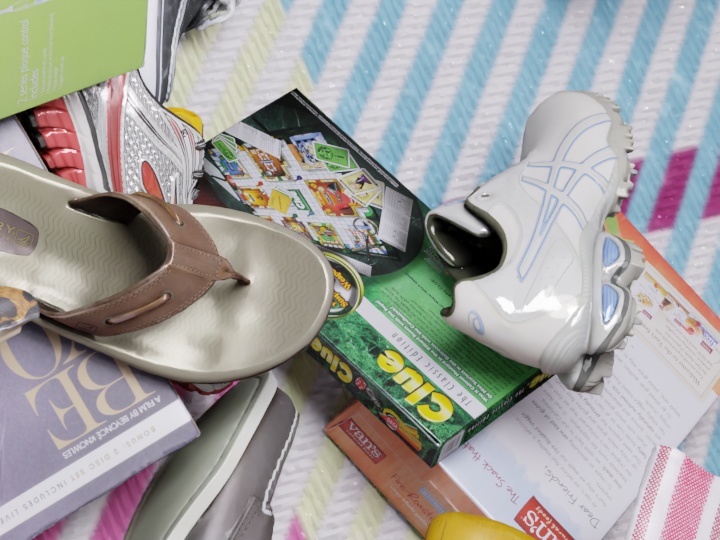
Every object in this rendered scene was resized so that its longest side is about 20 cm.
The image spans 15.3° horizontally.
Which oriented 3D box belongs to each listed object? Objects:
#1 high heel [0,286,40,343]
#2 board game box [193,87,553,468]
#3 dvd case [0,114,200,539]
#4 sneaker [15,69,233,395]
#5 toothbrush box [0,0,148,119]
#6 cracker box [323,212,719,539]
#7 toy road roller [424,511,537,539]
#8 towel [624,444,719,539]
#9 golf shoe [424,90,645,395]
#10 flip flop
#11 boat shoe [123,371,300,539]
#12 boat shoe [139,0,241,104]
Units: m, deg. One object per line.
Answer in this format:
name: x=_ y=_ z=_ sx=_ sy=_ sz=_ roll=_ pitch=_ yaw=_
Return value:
high heel: x=-0.243 y=-0.014 z=1.119 sx=0.199 sy=0.071 sz=0.143 roll=-12 pitch=92 yaw=-4
board game box: x=0.000 y=0.000 z=1.300 sx=0.200 sy=0.023 sz=0.105 roll=43 pitch=51 yaw=19
dvd case: x=-0.183 y=0.025 z=1.174 sx=0.148 sy=0.016 sz=0.200 roll=-31 pitch=94 yaw=-12
sneaker: x=-0.098 y=-0.033 z=1.232 sx=0.082 sy=0.078 sz=0.201 roll=-27 pitch=108 yaw=-17
toothbrush box: x=-0.209 y=-0.130 z=1.141 sx=0.200 sy=0.086 sz=0.146 roll=-23 pitch=56 yaw=-26
cracker box: x=0.092 y=0.061 z=1.354 sx=0.134 sy=0.058 sz=0.200 roll=47 pitch=52 yaw=-2
toy road roller: x=0.080 y=0.186 z=1.205 sx=0.199 sy=0.146 sz=0.123 roll=11 pitch=59 yaw=7
towel: x=0.187 y=0.188 z=1.213 sx=0.200 sy=0.030 sz=0.147 roll=34 pitch=54 yaw=-19
golf shoe: x=0.080 y=-0.031 z=1.292 sx=0.097 sy=0.078 sz=0.200 roll=15 pitch=35 yaw=-10
flip flop: x=-0.106 y=-0.006 z=1.155 sx=0.199 sy=0.058 sz=0.081 roll=19 pitch=80 yaw=-14
boat shoe: x=-0.075 y=0.138 z=1.210 sx=0.061 sy=0.072 sz=0.202 roll=38 pitch=61 yaw=-16
boat shoe: x=-0.088 y=-0.155 z=1.332 sx=0.068 sy=0.074 sz=0.200 roll=10 pitch=53 yaw=-12
